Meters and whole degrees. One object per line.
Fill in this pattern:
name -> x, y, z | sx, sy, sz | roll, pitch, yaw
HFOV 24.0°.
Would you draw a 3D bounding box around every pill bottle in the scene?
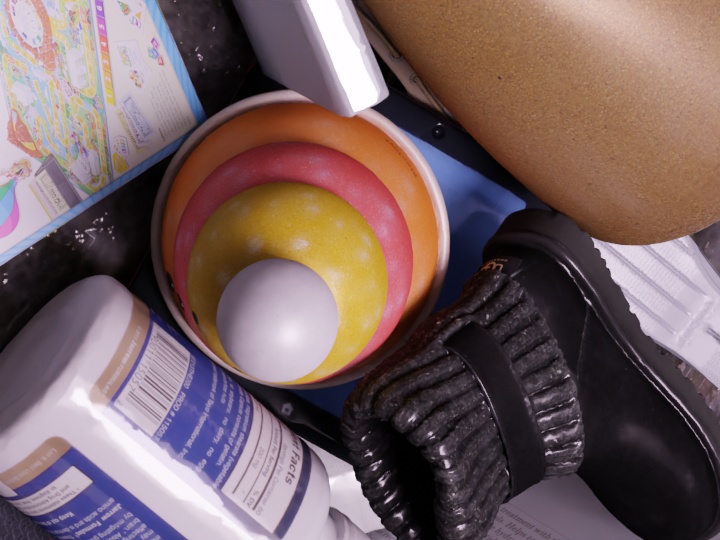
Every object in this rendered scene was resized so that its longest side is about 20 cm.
pill bottle -> -0.086, 0.104, 0.814 | 0.200, 0.111, 0.111 | 43, 77, -22

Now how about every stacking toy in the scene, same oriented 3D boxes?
stacking toy -> -0.034, 0.001, 0.739 | 0.145, 0.200, 0.147 | 1, 101, 3

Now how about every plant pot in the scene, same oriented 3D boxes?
plant pot -> 0.085, -0.131, 0.765 | 0.199, 0.186, 0.187 | 24, 89, -39

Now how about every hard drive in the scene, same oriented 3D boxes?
hard drive -> -0.054, -0.172, 0.749 | 0.027, 0.132, 0.201 | -27, 113, -11

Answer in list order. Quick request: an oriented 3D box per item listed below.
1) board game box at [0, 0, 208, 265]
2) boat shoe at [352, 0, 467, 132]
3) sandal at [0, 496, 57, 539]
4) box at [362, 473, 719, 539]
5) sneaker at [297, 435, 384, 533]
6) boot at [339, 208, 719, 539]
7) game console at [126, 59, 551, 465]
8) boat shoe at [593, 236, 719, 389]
board game box -> -0.163, -0.118, 0.763 | 0.134, 0.034, 0.201 | -35, 122, -23
boat shoe -> 0.042, -0.105, 0.906 | 0.065, 0.072, 0.200 | -25, 131, 13
sandal -> -0.147, 0.144, 0.845 | 0.200, 0.076, 0.043 | 30, 130, -35
box -> 0.096, 0.226, 0.956 | 0.171, 0.199, 0.201 | -25, 119, -29
sneaker -> 0.019, 0.068, 0.937 | 0.199, 0.074, 0.116 | -35, 124, -12
boot -> 0.087, 0.093, 0.813 | 0.212, 0.079, 0.158 | 53, 52, -18
game console -> 0.000, 0.000, 0.864 | 0.199, 0.031, 0.178 | 30, 81, -8
boat shoe -> 0.181, 0.011, 1.038 | 0.072, 0.071, 0.200 | -46, 106, 0
